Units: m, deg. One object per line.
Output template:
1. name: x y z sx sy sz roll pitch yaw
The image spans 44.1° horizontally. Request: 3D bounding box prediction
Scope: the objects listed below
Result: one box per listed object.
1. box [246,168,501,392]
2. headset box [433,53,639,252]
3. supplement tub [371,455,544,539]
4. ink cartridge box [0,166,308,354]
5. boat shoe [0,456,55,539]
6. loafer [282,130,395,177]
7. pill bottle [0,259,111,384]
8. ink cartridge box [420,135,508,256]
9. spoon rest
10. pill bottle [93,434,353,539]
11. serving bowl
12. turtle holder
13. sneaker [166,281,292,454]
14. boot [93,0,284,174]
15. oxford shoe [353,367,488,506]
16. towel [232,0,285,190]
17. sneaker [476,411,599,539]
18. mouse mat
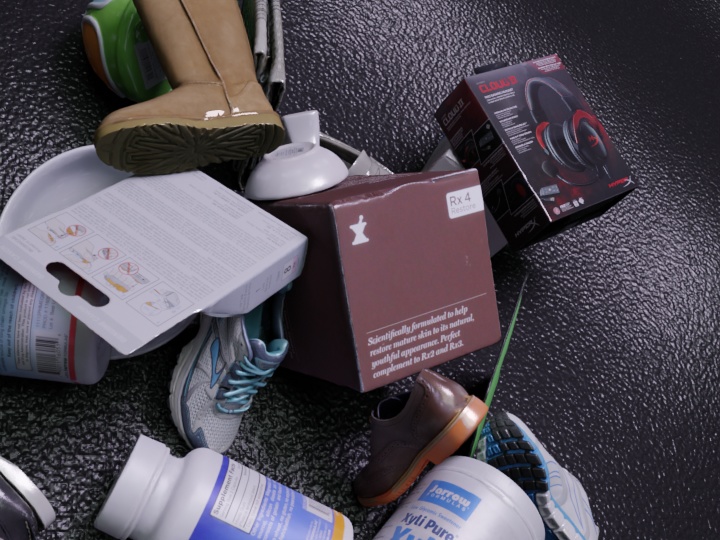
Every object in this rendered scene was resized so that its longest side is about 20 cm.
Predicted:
1. box: 0.000 0.000 0.846 0.165 0.199 0.166 -15 102 -31
2. headset box: 0.185 -0.140 0.968 0.148 0.075 0.201 -20 75 -32
3. supplement tub: 0.064 0.280 0.797 0.132 0.132 0.200 45 53 2
4. ink cartridge box: -0.165 -0.009 0.715 0.162 0.057 0.200 32 47 22
5. boat shoe: -0.335 0.151 0.707 0.200 0.074 0.060 48 48 -6
6. loafer: -0.003 -0.096 0.984 0.199 0.070 0.070 26 64 8
7. pill bottle: -0.304 0.028 0.724 0.198 0.109 0.109 8 59 -6
8. ink cartridge box: 0.146 -0.111 1.060 0.125 0.129 0.200 36 54 -4
9. spoon rest: -0.059 -0.104 0.879 0.099 0.061 0.200 -10 24 5
10. pill bottle: -0.116 0.220 0.750 0.199 0.112 0.113 28 54 -10
11. serving bowl: -0.233 -0.013 0.834 0.198 0.066 0.202 2 78 -10
12. turtle holder: -0.215 -0.266 0.953 0.131 0.141 0.186 21 76 31
13. sneaker: -0.112 0.079 0.795 0.077 0.086 0.202 -1 106 -51
14. boot: -0.172 -0.184 0.798 0.174 0.066 0.201 -7 60 -32
15. oxford shoe: 0.037 0.151 0.813 0.073 0.200 0.071 42 43 4
16. towel: -0.117 -0.216 0.948 0.034 0.193 0.201 3 60 -18
17. sneaker: 0.189 0.224 0.923 0.087 0.075 0.201 -43 109 -49
18. mouse mat: 0.131 0.117 0.889 0.007 0.201 0.161 17 52 12
